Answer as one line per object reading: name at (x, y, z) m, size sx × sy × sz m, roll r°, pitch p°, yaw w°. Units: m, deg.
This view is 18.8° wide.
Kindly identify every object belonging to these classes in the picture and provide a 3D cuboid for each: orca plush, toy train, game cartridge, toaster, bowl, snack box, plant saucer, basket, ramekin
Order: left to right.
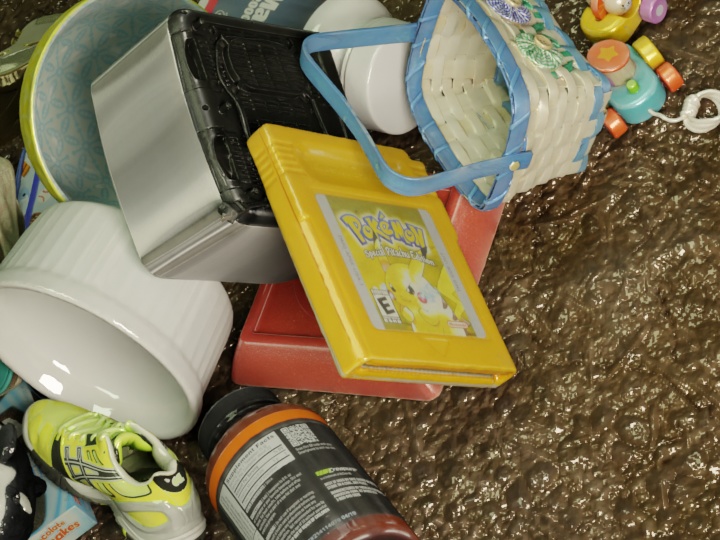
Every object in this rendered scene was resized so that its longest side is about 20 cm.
orca plush at (-0.285, 0.168, 1.711) m, size 0.200 × 0.071 × 0.106 m, roll 23°, pitch 87°, yaw 58°
snack box at (-0.297, 0.164, 1.785) m, size 0.116 × 0.037 × 0.200 m, roll -37°, pitch 46°, yaw 6°
ramekin at (-0.196, 0.036, 1.707) m, size 0.199 × 0.201 × 0.098 m, roll 6°, pitch 54°, yaw 36°
bowl at (-0.198, -0.130, 1.772) m, size 0.107 × 0.200 × 0.201 m, roll 9°, pitch 62°, yaw 58°
toaster at (-0.096, -0.091, 1.649) m, size 0.118 × 0.199 × 0.182 m, roll -32°, pitch 69°, yaw 35°
plant saucer at (0.000, 0.000, 1.711) m, size 0.199 × 0.037 × 0.201 m, roll 2°, pitch 60°, yaw 35°
game cartridge at (0.017, -0.010, 1.578) m, size 0.032 × 0.176 × 0.201 m, roll -38°, pitch 62°, yaw 32°
basket at (0.072, -0.133, 1.646) m, size 0.199 × 0.140 × 0.177 m, roll -16°, pitch 51°, yaw -24°
toy train at (0.234, -0.199, 1.687) m, size 0.149 × 0.056 × 0.201 m, roll -7°, pitch 55°, yaw 29°

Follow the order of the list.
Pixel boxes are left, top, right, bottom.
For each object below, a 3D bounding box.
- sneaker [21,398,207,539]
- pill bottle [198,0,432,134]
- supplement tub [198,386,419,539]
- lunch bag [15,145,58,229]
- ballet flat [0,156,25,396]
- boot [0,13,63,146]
sneaker at (-0.189, 0.141, 1.690) m, size 0.199 × 0.077 × 0.075 m, roll 28°, pitch 43°, yaw 36°
pill bottle at (-0.036, -0.177, 1.802) m, size 0.199 × 0.120 × 0.120 m, roll 18°, pitch 70°, yaw 39°
supplement tub at (-0.044, 0.168, 1.571) m, size 0.107 × 0.107 × 0.200 m, roll -42°, pitch 45°, yaw 0°
lunch bag at (-0.238, -0.048, 1.875) m, size 0.159 × 0.076 × 0.201 m, roll -12°, pitch 52°, yaw 29°
ballet flat at (-0.293, 0.003, 1.792) m, size 0.067 × 0.062 × 0.202 m, roll 3°, pitch 105°, yaw 31°
boot at (-0.318, -0.172, 1.972) m, size 0.199 × 0.072 × 0.155 m, roll -21°, pitch 21°, yaw 4°
